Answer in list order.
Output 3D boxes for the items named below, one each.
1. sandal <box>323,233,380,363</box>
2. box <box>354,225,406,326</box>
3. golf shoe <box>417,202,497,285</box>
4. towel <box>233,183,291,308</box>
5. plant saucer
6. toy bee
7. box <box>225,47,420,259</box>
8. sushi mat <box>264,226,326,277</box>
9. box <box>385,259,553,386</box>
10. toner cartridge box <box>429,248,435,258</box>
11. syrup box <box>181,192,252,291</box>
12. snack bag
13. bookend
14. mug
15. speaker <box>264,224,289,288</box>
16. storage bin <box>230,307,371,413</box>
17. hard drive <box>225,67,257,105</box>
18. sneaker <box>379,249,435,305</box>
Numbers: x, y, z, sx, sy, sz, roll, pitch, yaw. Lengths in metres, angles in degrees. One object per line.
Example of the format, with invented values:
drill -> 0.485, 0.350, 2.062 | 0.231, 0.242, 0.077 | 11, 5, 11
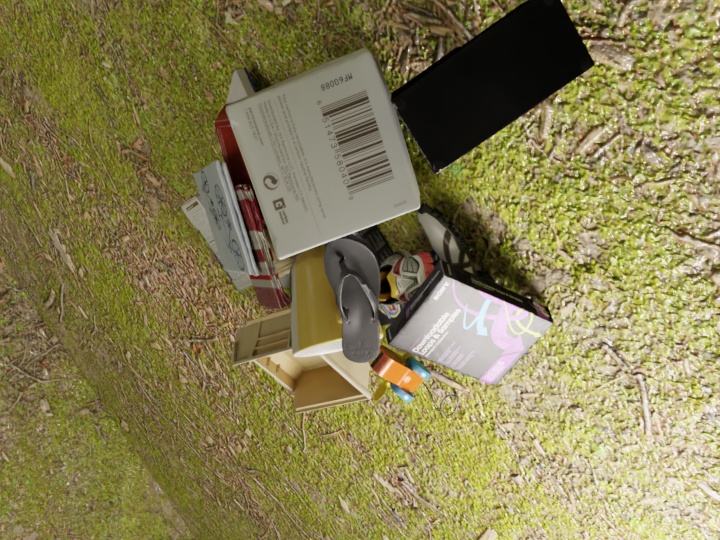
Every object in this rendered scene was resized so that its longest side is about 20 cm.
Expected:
sandal -> -0.004, 0.043, 1.075 | 0.074, 0.043, 0.205 | -8, 116, 7
box -> 0.000, 0.000, 1.314 | 0.159, 0.044, 0.202 | -17, 109, 54
golf shoe -> 0.127, 0.001, 1.113 | 0.202, 0.094, 0.078 | 55, -172, -4
towel -> -0.171, -0.037, 1.260 | 0.143, 0.022, 0.205 | 0, 110, 68
plant saucer -> -0.174, -0.163, 1.230 | 0.199, 0.036, 0.205 | 17, 123, 62
toy bee -> 0.072, 0.183, 1.355 | 0.109, 0.130, 0.202 | 44, 166, 53
box -> -0.040, -0.152, 1.003 | 0.195, 0.172, 0.204 | -18, 100, 9
sushi mat -> -0.118, -0.044, 1.312 | 0.198, 0.012, 0.096 | -22, 120, 44
box -> 0.152, 0.079, 1.086 | 0.196, 0.037, 0.144 | 22, 123, -23
toner cartridge box -> 0.152, 0.069, 1.209 | 0.200, 0.043, 0.095 | 47, 147, 4
syrup box -> -0.250, -0.070, 1.499 | 0.081, 0.079, 0.202 | -18, 108, 54
snack bag -> -0.226, -0.083, 1.296 | 0.199, 0.021, 0.193 | 2, 110, 68
bookend -> 0.137, -0.216, 0.887 | 0.093, 0.196, 0.200 | 55, -170, -11
mug -> -0.036, 0.040, 1.224 | 0.184, 0.147, 0.157 | -22, 74, 41
speaker -> -0.146, -0.054, 1.395 | 0.081, 0.081, 0.202 | 36, 145, 17
storage bin -> -0.108, 0.168, 1.439 | 0.195, 0.096, 0.200 | -17, 137, 29
hard drive -> -0.164, -0.203, 1.254 | 0.204, 0.025, 0.132 | 65, 155, 12
sneaker -> 0.049, 0.011, 1.144 | 0.200, 0.080, 0.080 | 158, 97, -77
